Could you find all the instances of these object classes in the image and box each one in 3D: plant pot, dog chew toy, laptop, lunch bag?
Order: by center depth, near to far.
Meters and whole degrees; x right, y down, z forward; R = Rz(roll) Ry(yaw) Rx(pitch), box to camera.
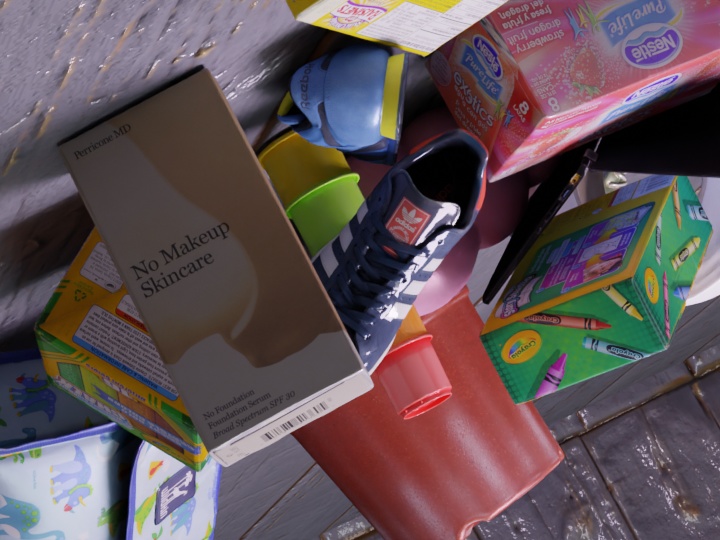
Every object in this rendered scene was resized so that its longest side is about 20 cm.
[{"bbox_3d":[0.199,-0.056,1.627,0.200,0.116,0.187,-55,-179,28],"label":"laptop"},{"bbox_3d":[0.062,-0.057,1.655,0.200,0.125,0.125,-38,171,-14],"label":"dog chew toy"},{"bbox_3d":[-0.192,0.147,1.678,0.199,0.128,0.171,-10,129,-23],"label":"lunch bag"},{"bbox_3d":[0.042,0.109,1.784,0.200,0.196,0.201,-37,176,-3],"label":"plant pot"}]

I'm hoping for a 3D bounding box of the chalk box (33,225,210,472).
[{"bbox_3d":[-0.125,0.042,1.509,0.124,0.124,0.200,-60,175,-16],"label":"chalk box"}]

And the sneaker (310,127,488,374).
[{"bbox_3d":[0.016,-0.012,1.453,0.201,0.075,0.085,-58,-177,-28],"label":"sneaker"}]

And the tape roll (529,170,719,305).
[{"bbox_3d":[0.218,-0.071,1.752,0.202,0.203,0.071,-33,168,22],"label":"tape roll"}]

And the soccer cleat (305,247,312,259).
[{"bbox_3d":[-0.013,-0.014,1.787,0.085,0.069,0.200,-36,172,15],"label":"soccer cleat"}]

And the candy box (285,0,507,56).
[{"bbox_3d":[0.038,-0.168,1.339,0.102,0.027,0.200,-30,168,19],"label":"candy box"}]

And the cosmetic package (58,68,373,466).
[{"bbox_3d":[-0.082,-0.001,1.337,0.105,0.201,0.071,-29,168,-1],"label":"cosmetic package"}]

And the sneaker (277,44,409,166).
[{"bbox_3d":[-0.010,-0.105,1.451,0.078,0.067,0.200,5,178,2],"label":"sneaker"}]

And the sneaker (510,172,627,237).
[{"bbox_3d":[0.197,-0.087,1.904,0.199,0.090,0.067,-31,167,11],"label":"sneaker"}]

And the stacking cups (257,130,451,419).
[{"bbox_3d":[0.000,0.000,1.535,0.060,0.201,0.061,-26,166,-7],"label":"stacking cups"}]

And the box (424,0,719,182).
[{"bbox_3d":[0.158,-0.148,1.536,0.199,0.095,0.103,-22,167,-28],"label":"box"}]

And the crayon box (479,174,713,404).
[{"bbox_3d":[0.166,0.007,1.615,0.118,0.059,0.200,-22,-164,26],"label":"crayon box"}]
